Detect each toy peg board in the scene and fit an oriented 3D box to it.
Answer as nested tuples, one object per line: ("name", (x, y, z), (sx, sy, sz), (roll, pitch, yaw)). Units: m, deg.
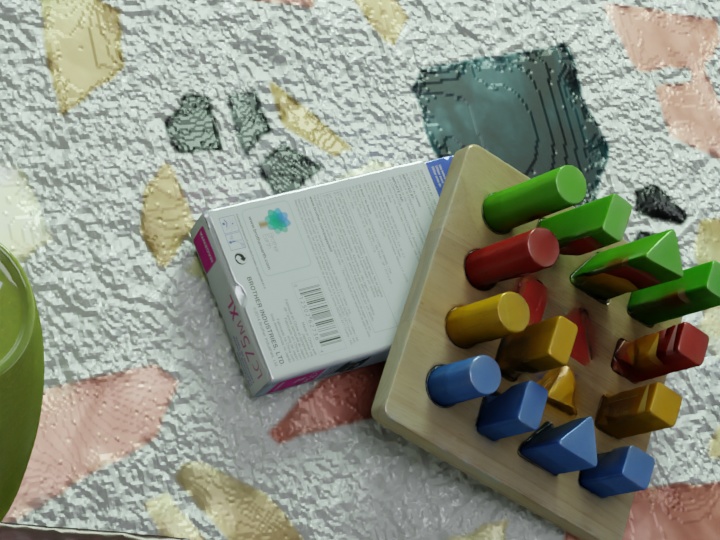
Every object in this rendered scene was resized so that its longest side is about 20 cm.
("toy peg board", (0.136, 0.042, 1.456), (0.199, 0.098, 0.200), (31, 63, -24))

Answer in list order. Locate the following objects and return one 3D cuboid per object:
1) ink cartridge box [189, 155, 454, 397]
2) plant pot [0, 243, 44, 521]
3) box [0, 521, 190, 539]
("ink cartridge box", (0.000, 0.000, 1.480), (0.199, 0.042, 0.120), (-15, 75, -27))
("plant pot", (-0.249, 0.055, 1.252), (0.186, 0.200, 0.189), (9, 65, -20))
("box", (-0.207, 0.233, 1.213), (0.198, 0.164, 0.167), (7, 65, -21))
